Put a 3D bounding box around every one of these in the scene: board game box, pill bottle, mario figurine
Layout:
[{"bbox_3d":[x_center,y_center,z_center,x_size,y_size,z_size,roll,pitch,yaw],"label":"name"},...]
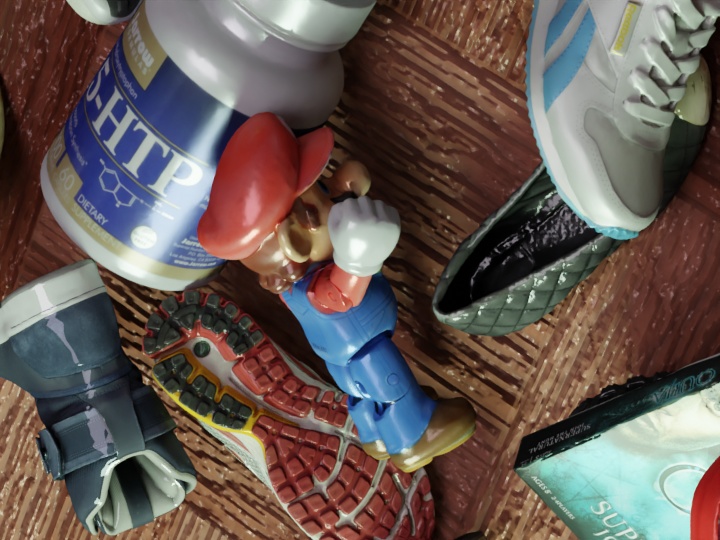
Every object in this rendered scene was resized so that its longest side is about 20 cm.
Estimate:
[{"bbox_3d":[0.188,0.132,1.316,0.135,0.028,0.200,-27,118,36],"label":"board game box"},{"bbox_3d":[-0.079,-0.098,1.450,0.120,0.119,0.200,46,121,17],"label":"pill bottle"},{"bbox_3d":[0.000,0.000,1.399,0.123,0.106,0.201,-16,114,37],"label":"mario figurine"}]

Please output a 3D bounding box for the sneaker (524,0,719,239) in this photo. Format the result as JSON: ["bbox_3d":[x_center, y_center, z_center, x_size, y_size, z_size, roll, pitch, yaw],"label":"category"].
[{"bbox_3d":[0.132,-0.116,1.296,0.080,0.076,0.202,-5,81,39],"label":"sneaker"}]

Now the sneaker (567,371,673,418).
[{"bbox_3d":[0.200,0.088,1.345,0.199,0.074,0.080,-13,125,29],"label":"sneaker"}]

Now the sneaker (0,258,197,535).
[{"bbox_3d":[-0.161,0.081,1.528,0.147,0.077,0.202,64,165,1],"label":"sneaker"}]

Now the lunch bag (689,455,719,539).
[{"bbox_3d":[0.220,0.136,1.219,0.082,0.175,0.201,16,83,63],"label":"lunch bag"}]

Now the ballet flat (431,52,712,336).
[{"bbox_3d":[0.112,-0.036,1.372,0.067,0.057,0.200,48,118,19],"label":"ballet flat"}]

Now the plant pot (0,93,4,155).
[{"bbox_3d":[-0.345,-0.077,1.606,0.184,0.200,0.201,-28,85,46],"label":"plant pot"}]

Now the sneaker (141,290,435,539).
[{"bbox_3d":[-0.035,0.087,1.498,0.078,0.082,0.200,-45,88,-4],"label":"sneaker"}]

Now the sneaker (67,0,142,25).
[{"bbox_3d":[-0.171,-0.208,1.507,0.081,0.075,0.201,-54,50,40],"label":"sneaker"}]

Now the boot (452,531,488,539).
[{"bbox_3d":[0.040,0.247,1.475,0.200,0.073,0.151,-45,74,36],"label":"boot"}]
